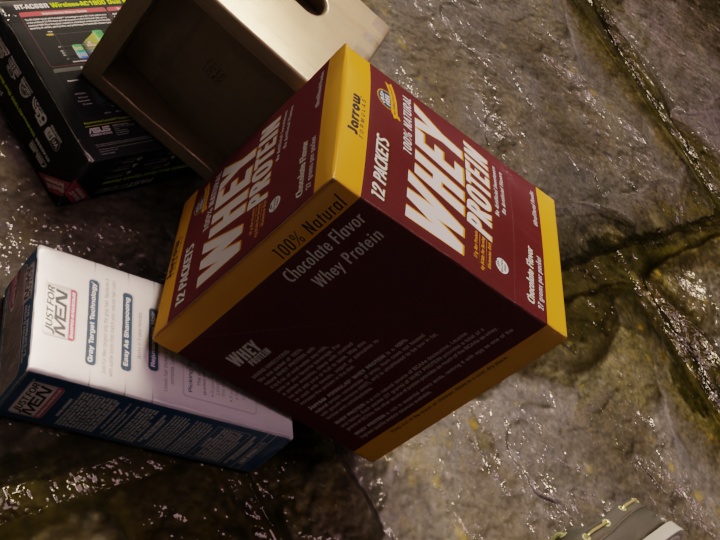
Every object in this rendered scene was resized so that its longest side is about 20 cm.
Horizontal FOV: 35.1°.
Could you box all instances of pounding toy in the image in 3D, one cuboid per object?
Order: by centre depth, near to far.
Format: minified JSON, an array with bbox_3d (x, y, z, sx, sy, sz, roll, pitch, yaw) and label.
[{"bbox_3d":[-0.077,-0.157,0.869,0.200,0.184,0.143,40,51,-12],"label":"pounding toy"}]

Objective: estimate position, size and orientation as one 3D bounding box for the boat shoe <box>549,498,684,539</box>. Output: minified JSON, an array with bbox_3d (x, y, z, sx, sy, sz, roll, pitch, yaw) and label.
[{"bbox_3d":[0.190,0.248,0.957,0.201,0.073,0.060,-15,40,-38],"label":"boat shoe"}]

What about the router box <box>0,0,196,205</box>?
[{"bbox_3d":[-0.193,-0.146,0.923,0.199,0.062,0.151,-20,74,-50],"label":"router box"}]

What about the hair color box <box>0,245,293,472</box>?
[{"bbox_3d":[-0.146,0.066,0.791,0.199,0.060,0.101,21,45,-32],"label":"hair color box"}]

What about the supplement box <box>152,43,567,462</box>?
[{"bbox_3d":[0.000,-0.003,0.782,0.199,0.197,0.134,32,40,-26],"label":"supplement box"}]
